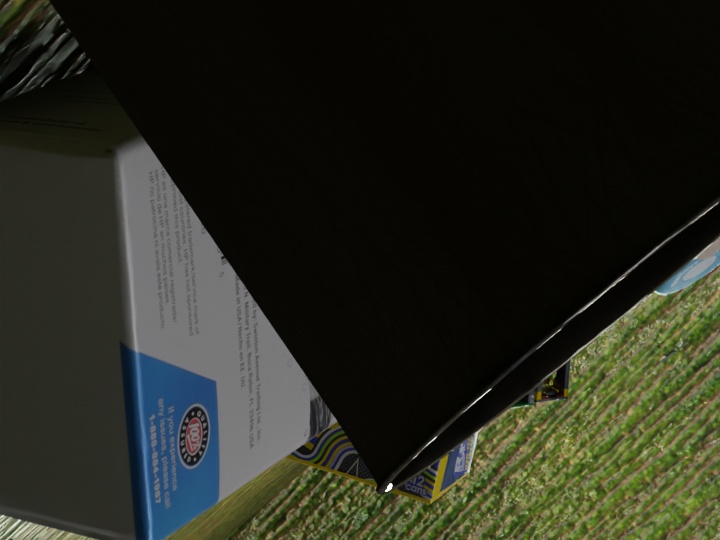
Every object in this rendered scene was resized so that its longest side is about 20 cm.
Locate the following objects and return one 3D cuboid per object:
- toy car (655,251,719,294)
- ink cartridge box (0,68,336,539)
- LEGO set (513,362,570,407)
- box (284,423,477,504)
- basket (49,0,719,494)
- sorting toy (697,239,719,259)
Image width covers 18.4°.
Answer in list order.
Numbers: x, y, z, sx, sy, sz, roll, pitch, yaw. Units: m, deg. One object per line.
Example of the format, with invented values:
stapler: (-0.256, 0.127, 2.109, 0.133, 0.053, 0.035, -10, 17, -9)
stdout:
toy car: (0.137, -0.092, 1.268, 0.199, 0.185, 0.177, -11, 154, -50)
ink cartridge box: (-0.058, -0.006, 0.829, 0.084, 0.146, 0.200, 8, -159, 30)
LEGO set: (0.049, 0.010, 1.227, 0.153, 0.117, 0.200, 5, 180, 30)
box: (-0.041, 0.047, 1.078, 0.064, 0.199, 0.071, -20, 124, -68)
basket: (-0.003, -0.068, 0.522, 0.136, 0.200, 0.180, -37, 172, -5)
sorting toy: (0.191, -0.147, 1.122, 0.198, 0.201, 0.070, -36, 149, 11)
